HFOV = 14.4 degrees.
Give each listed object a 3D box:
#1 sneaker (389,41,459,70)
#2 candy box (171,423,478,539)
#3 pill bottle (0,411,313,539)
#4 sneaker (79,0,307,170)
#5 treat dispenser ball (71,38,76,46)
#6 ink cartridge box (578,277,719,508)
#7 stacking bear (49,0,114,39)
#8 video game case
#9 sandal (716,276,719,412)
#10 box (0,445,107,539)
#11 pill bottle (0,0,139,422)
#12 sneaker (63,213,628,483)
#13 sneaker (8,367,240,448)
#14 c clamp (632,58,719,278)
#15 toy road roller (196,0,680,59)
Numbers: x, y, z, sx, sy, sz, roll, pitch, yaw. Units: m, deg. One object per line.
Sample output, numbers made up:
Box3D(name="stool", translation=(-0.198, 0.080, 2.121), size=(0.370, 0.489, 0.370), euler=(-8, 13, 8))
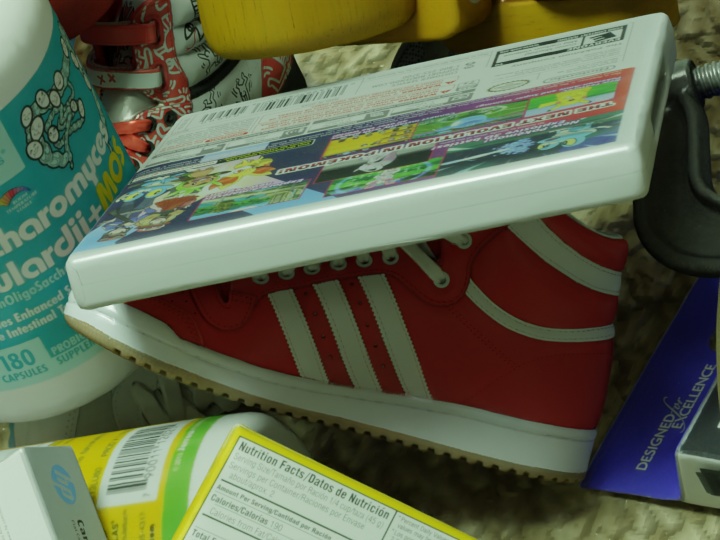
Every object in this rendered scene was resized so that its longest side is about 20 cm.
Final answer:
Box3D(name="sneaker", translation=(0.034, -0.048, 1.150), size=(0.075, 0.082, 0.200), euler=(-15, 38, 15))
Box3D(name="candy box", translation=(0.026, 0.135, 0.922), size=(0.200, 0.026, 0.102), euler=(26, 55, 6))
Box3D(name="pill bottle", translation=(-0.116, 0.119, 1.036), size=(0.200, 0.111, 0.111), euler=(-10, 43, 21))
Box3D(name="sneaker", translation=(-0.103, -0.055, 1.218), size=(0.067, 0.108, 0.201), euler=(10, 53, 37))
Box3D(name="treat dispenser ball", translation=(-0.228, -0.126, 1.294), size=(0.201, 0.201, 0.201), euler=(-16, 41, 14))
Box3D(name="ink cartridge box", translation=(0.197, 0.009, 1.028), size=(0.200, 0.043, 0.198), euler=(7, 50, 37))
Box3D(name="stacking bear", translation=(-0.172, -0.079, 1.162), size=(0.200, 0.114, 0.121), euler=(-53, 46, -2))
Box3D(name="video game case", translation=(0.011, -0.042, 1.020), size=(0.200, 0.023, 0.182), euler=(-11, 17, 13))
Box3D(name="sandal", translation=(0.164, 0.075, 0.919), size=(0.070, 0.078, 0.212), euler=(0, 78, -14))
Box3D(name="box", translation=(-0.161, 0.169, 0.970), size=(0.200, 0.041, 0.156), euler=(-26, 78, 18))
Box3D(name="pill bottle", translation=(-0.149, -0.046, 1.045), size=(0.111, 0.200, 0.111), euler=(-14, 41, 13))
Box3D(name="sneaker", translation=(0.000, 0.000, 1.032), size=(0.200, 0.113, 0.071), euler=(14, 6, -9))
Box3D(name="sneaker", translation=(-0.069, 0.026, 1.139), size=(0.081, 0.077, 0.200), euler=(8, 53, 34))
Box3D(name="c clamp", translation=(0.174, -0.069, 1.073), size=(0.200, 0.027, 0.171), euler=(-11, 42, 23))
Box3D(name="toy road roller", translation=(0.019, -0.139, 1.116), size=(0.200, 0.123, 0.146), euler=(0, 19, 36))
